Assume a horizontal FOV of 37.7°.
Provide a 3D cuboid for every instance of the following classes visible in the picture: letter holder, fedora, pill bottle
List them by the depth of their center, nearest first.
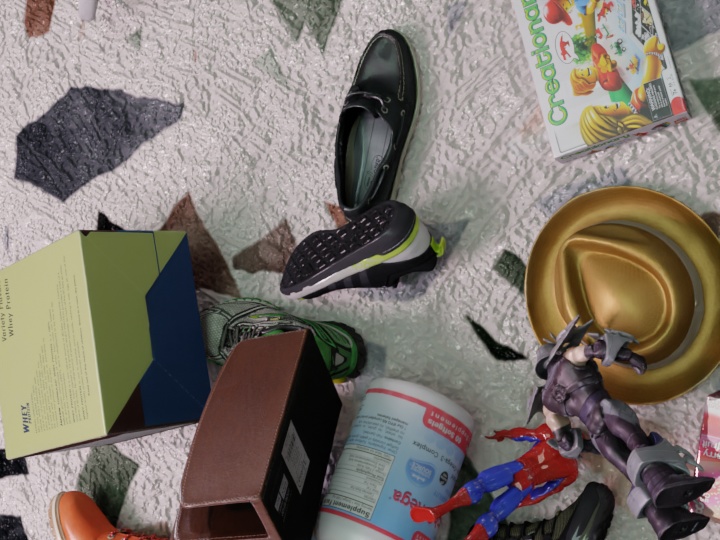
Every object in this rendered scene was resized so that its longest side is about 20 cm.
[{"bbox_3d":[0.228,0.019,0.921,0.197,0.082,0.205,-2,84,25],"label":"fedora"},{"bbox_3d":[-0.111,0.164,0.946,0.140,0.201,0.102,-9,126,18],"label":"letter holder"},{"bbox_3d":[0.023,0.209,0.959,0.107,0.109,0.202,14,69,26],"label":"pill bottle"}]

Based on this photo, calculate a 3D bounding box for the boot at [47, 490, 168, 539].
[{"bbox_3d":[-0.254,0.305,1.146,0.107,0.075,0.201,-43,78,13],"label":"boot"}]

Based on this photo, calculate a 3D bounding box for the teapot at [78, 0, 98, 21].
[{"bbox_3d":[-0.281,-0.416,1.172,0.199,0.146,0.199,-36,98,-10],"label":"teapot"}]

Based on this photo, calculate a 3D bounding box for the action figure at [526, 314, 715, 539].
[{"bbox_3d":[0.202,0.123,0.858,0.201,0.068,0.132,-125,31,-42],"label":"action figure"}]

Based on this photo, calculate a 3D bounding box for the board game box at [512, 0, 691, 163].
[{"bbox_3d":[0.215,-0.215,0.972,0.125,0.034,0.203,-18,79,24],"label":"board game box"}]

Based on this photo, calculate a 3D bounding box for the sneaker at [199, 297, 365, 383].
[{"bbox_3d":[-0.097,0.069,1.075,0.197,0.085,0.080,5,88,27],"label":"sneaker"}]

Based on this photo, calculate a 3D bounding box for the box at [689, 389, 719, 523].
[{"bbox_3d":[0.371,0.165,0.835,0.197,0.094,0.105,10,92,26],"label":"box"}]

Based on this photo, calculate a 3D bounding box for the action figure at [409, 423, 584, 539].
[{"bbox_3d":[0.117,0.190,0.929,0.099,0.198,0.066,-28,86,56],"label":"action figure"}]

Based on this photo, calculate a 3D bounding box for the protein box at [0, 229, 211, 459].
[{"bbox_3d":[-0.276,0.079,1.105,0.198,0.134,0.202,-19,78,42],"label":"protein box"}]

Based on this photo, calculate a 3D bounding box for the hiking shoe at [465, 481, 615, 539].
[{"bbox_3d":[0.144,0.256,0.949,0.100,0.076,0.201,41,104,19],"label":"hiking shoe"}]

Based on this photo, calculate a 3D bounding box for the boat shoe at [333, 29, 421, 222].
[{"bbox_3d":[0.009,-0.145,1.049,0.073,0.066,0.203,14,92,26],"label":"boat shoe"}]

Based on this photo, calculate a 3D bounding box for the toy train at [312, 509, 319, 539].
[{"bbox_3d":[-0.037,0.299,1.035,0.197,0.085,0.116,15,83,26],"label":"toy train"}]

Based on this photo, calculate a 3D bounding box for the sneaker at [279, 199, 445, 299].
[{"bbox_3d":[0.000,0.000,1.040,0.198,0.083,0.073,-20,41,45],"label":"sneaker"}]
